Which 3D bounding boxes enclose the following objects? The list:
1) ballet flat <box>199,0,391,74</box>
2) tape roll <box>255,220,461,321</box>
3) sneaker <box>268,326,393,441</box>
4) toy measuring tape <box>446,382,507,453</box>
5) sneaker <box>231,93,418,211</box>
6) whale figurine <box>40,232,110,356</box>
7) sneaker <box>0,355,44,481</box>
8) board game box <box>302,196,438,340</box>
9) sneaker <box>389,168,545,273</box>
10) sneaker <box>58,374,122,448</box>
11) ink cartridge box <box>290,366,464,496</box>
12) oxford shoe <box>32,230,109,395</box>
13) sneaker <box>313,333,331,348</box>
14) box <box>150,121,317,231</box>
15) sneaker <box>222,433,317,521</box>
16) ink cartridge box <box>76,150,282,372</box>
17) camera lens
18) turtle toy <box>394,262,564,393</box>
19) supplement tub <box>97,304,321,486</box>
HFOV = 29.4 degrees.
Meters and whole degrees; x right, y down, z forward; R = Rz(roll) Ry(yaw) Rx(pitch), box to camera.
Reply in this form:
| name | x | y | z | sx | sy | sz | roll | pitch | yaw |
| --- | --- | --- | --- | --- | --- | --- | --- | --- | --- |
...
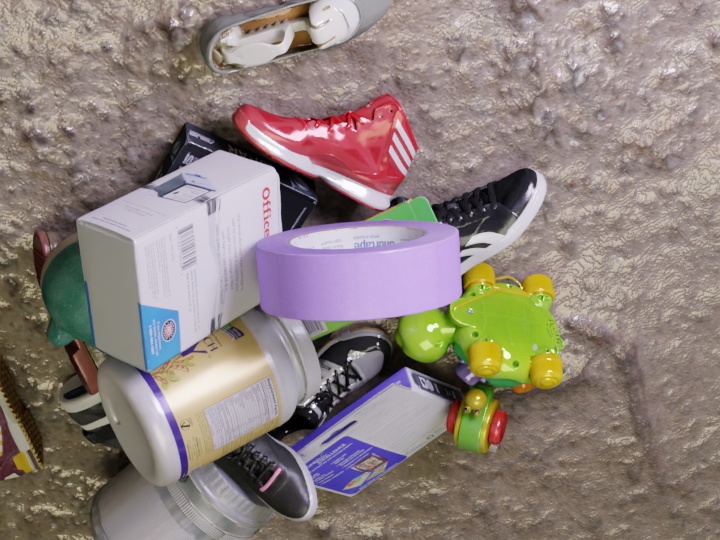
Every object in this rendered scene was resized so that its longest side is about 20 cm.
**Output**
| name | x | y | z | sx | sy | sz | roll | pitch | yaw |
| --- | --- | --- | --- | --- | --- | --- | --- | --- | --- |
| ballet flat | -0.062 | -0.236 | 1.363 | 0.200 | 0.064 | 0.067 | -15 | 125 | 2 |
| tape roll | -0.001 | -0.003 | 1.350 | 0.200 | 0.200 | 0.066 | -5 | 100 | -5 |
| sneaker | -0.044 | 0.144 | 1.615 | 0.200 | 0.088 | 0.076 | -32 | 122 | 12 |
| toy measuring tape | 0.141 | 0.198 | 1.646 | 0.073 | 0.074 | 0.200 | -14 | 150 | 1 |
| sneaker | -0.029 | -0.153 | 1.434 | 0.200 | 0.078 | 0.116 | 25 | 104 | -29 |
| whale figurine | -0.253 | 0.050 | 1.447 | 0.159 | 0.104 | 0.200 | -23 | 127 | -7 |
| sneaker | -0.435 | 0.168 | 1.580 | 0.090 | 0.075 | 0.200 | -18 | 124 | -2 |
| board game box | 0.000 | 0.000 | 1.467 | 0.200 | 0.030 | 0.096 | -24 | 97 | 16 |
| sneaker | 0.098 | -0.058 | 1.494 | 0.200 | 0.073 | 0.112 | -41 | 122 | 21 |
| sneaker | -0.239 | 0.146 | 1.603 | 0.200 | 0.073 | 0.112 | -18 | 129 | 14 |
| ink cartridge box | 0.006 | 0.191 | 1.631 | 0.198 | 0.043 | 0.200 | -37 | 150 | 17 |
| oxford shoe | -0.305 | 0.037 | 1.520 | 0.075 | 0.070 | 0.200 | -25 | 119 | -17 |
| sneaker | -0.054 | 0.036 | 1.560 | 0.090 | 0.070 | 0.200 | 18 | 120 | -42 |
| box | -0.164 | -0.043 | 1.493 | 0.160 | 0.044 | 0.200 | 24 | 117 | -22 |
| sneaker | -0.134 | 0.205 | 1.529 | 0.071 | 0.200 | 0.099 | -48 | 157 | 16 |
| ink cartridge box | -0.173 | -0.014 | 1.360 | 0.086 | 0.200 | 0.147 | 19 | 124 | 32 |
| camera lens | -0.210 | 0.279 | 1.637 | 0.200 | 0.160 | 0.160 | -40 | 121 | 18 |
| turtle toy | 0.140 | 0.074 | 1.576 | 0.200 | 0.146 | 0.101 | 11 | 143 | -15 |
| supplement tub | -0.156 | 0.119 | 1.433 | 0.200 | 0.145 | 0.146 | -27 | 130 | -26 |
